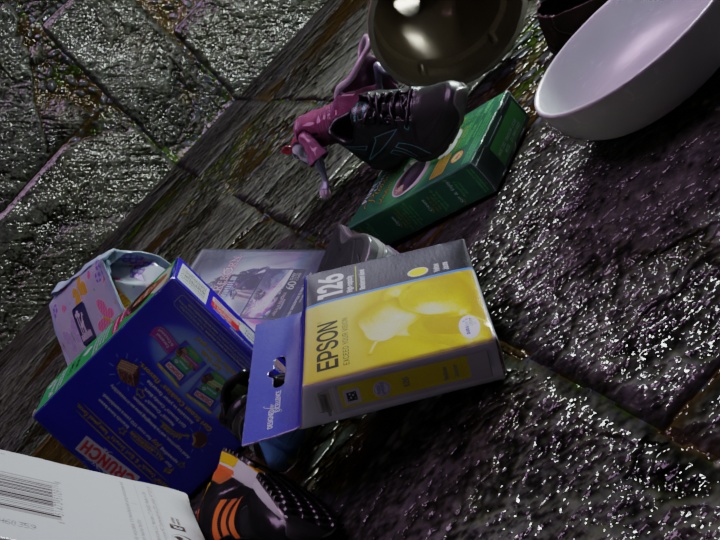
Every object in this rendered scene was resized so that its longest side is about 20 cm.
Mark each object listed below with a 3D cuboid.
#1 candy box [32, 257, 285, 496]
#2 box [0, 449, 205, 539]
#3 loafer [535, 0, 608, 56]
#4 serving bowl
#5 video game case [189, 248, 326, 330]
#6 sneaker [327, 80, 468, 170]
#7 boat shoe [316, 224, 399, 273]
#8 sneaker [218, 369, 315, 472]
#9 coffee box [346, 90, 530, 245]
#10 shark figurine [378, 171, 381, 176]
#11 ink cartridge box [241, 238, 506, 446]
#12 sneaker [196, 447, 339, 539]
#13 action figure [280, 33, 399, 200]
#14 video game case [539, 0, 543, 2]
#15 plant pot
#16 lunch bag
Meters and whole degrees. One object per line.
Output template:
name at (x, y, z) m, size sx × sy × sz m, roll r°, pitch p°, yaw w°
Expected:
candy box at (-0.191, 0.121, 1.063) m, size 0.200 × 0.169 × 0.077 m, roll -43°, pitch 13°, yaw 7°
box at (-0.220, 0.233, 0.783) m, size 0.133 × 0.198 × 0.199 m, roll -72°, pitch 19°, yaw 2°
loafer at (0.257, -0.303, 1.089) m, size 0.200 × 0.071 × 0.073 m, roll -48°, pitch 44°, yaw 14°
serving bowl at (0.240, -0.177, 0.893) m, size 0.200 × 0.066 × 0.201 m, roll -40°, pitch 19°, yaw 17°
video game case at (-0.123, 0.028, 1.202) m, size 0.197 × 0.019 × 0.144 m, roll 2°, pitch 42°, yaw 25°
sneaker at (0.036, -0.151, 1.110) m, size 0.199 × 0.078 × 0.076 m, roll -19°, pitch 55°, yaw 58°
boat shoe at (0.001, -0.001, 1.085) m, size 0.075 × 0.064 × 0.202 m, roll -68°, pitch 15°, yaw -6°
sneaker at (-0.078, 0.113, 0.930) m, size 0.071 × 0.082 × 0.200 m, roll -54°, pitch 2°, yaw 2°
coffee box at (0.079, -0.099, 1.126) m, size 0.199 × 0.044 × 0.124 m, roll -27°, pitch 26°, yaw 45°
shark figurine at (0.041, -0.162, 1.286) m, size 0.128 × 0.089 × 0.215 m, roll -42°, pitch 16°, yaw 18°
ink cartridge box at (0.002, 0.047, 0.850) m, size 0.197 × 0.048 × 0.198 m, roll -12°, pitch 24°, yaw 3°
sneaker at (-0.079, 0.201, 0.823) m, size 0.091 × 0.069 × 0.200 m, roll -64°, pitch 20°, yaw -6°
action figure at (-0.036, -0.200, 1.464) m, size 0.198 × 0.149 × 0.135 m, roll -18°, pitch 36°, yaw 30°
video game case at (0.266, -0.361, 1.154) m, size 0.200 × 0.022 × 0.182 m, roll -44°, pitch -15°, yaw 4°
plant pot at (0.082, -0.358, 1.335) m, size 0.200 × 0.200 × 0.185 m, roll -40°, pitch 40°, yaw 16°
lunch bag at (-0.271, 0.075, 1.294) m, size 0.169 × 0.200 × 0.128 m, roll -26°, pitch 25°, yaw 44°
